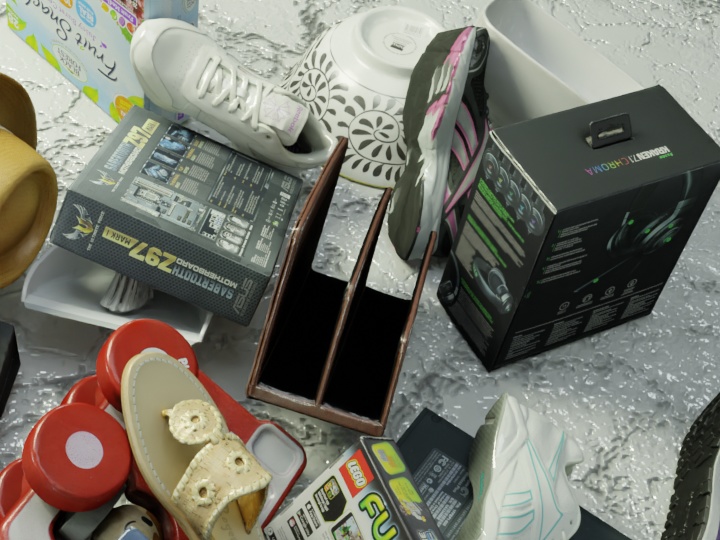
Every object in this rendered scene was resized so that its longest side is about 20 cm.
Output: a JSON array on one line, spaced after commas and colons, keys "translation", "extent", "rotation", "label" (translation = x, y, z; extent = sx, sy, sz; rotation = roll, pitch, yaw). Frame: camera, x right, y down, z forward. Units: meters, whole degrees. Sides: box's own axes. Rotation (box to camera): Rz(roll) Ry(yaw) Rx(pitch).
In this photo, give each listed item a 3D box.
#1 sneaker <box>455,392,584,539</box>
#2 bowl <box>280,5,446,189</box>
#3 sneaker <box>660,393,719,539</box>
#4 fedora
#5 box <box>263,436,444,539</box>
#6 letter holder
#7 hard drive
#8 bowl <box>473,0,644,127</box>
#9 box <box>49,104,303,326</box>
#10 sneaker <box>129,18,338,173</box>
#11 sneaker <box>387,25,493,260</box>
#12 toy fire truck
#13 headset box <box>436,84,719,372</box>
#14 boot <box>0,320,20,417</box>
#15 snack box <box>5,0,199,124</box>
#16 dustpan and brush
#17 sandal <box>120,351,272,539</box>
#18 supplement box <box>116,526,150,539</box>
[{"translation": [0.106, 0.174, 0.877], "extent": [0.080, 0.071, 0.201], "rotation": [25, 50, -6], "label": "sneaker"}, {"translation": [0.031, -0.177, 1.202], "extent": [0.199, 0.094, 0.202], "rotation": [7, 48, -8], "label": "bowl"}, {"translation": [0.285, 0.168, 0.982], "extent": [0.087, 0.076, 0.200], "rotation": [33, 52, -3], "label": "sneaker"}, {"translation": [-0.278, -0.041, 0.939], "extent": [0.081, 0.201, 0.201], "rotation": [27, 48, 17], "label": "fedora"}, {"translation": [0.018, 0.218, 0.826], "extent": [0.035, 0.110, 0.201], "rotation": [12, 42, -47], "label": "box"}, {"translation": [0.000, 0.000, 0.960], "extent": [0.100, 0.143, 0.200], "rotation": [17, 25, 2], "label": "letter holder"}, {"translation": [0.092, 0.198, 0.921], "extent": [0.199, 0.033, 0.140], "rotation": [32, 49, 15], "label": "hard drive"}, {"translation": [0.179, -0.157, 1.188], "extent": [0.200, 0.075, 0.200], "rotation": [37, 25, 2], "label": "bowl"}, {"translation": [-0.134, -0.048, 1.015], "extent": [0.157, 0.051, 0.200], "rotation": [24, 24, -7], "label": "box"}, {"translation": [-0.097, -0.145, 1.079], "extent": [0.099, 0.200, 0.075], "rotation": [5, 68, 48], "label": "sneaker"}, {"translation": [0.083, -0.105, 1.111], "extent": [0.086, 0.201, 0.080], "rotation": [7, 14, -25], "label": "sneaker"}, {"translation": [-0.139, 0.145, 0.873], "extent": [0.168, 0.112, 0.200], "rotation": [39, 47, -5], "label": "toy fire truck"}, {"translation": [0.171, -0.037, 1.038], "extent": [0.173, 0.201, 0.093], "rotation": [-18, 55, -26], "label": "headset box"}, {"translation": [-0.330, 0.107, 0.878], "extent": [0.164, 0.066, 0.201], "rotation": [16, 49, -10], "label": "boot"}, {"translation": [-0.227, -0.235, 1.141], "extent": [0.068, 0.169, 0.200], "rotation": [-34, 64, -31], "label": "snack box"}, {"translation": [-0.167, -0.014, 1.028], "extent": [0.139, 0.058, 0.200], "rotation": [13, 17, 1], "label": "dustpan and brush"}, {"translation": [-0.077, 0.145, 0.825], "extent": [0.077, 0.069, 0.213], "rotation": [-23, 97, -51], "label": "sandal"}, {"translation": [-0.116, 0.289, 0.694], "extent": [0.200, 0.135, 0.200], "rotation": [36, 63, 19], "label": "supplement box"}]
